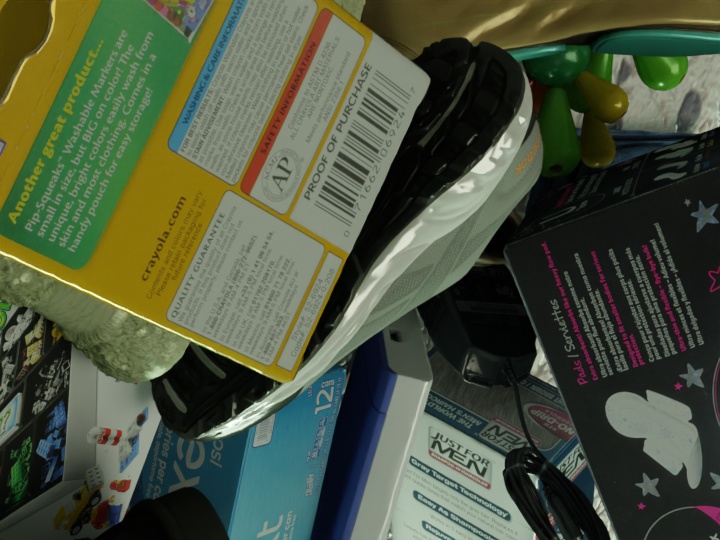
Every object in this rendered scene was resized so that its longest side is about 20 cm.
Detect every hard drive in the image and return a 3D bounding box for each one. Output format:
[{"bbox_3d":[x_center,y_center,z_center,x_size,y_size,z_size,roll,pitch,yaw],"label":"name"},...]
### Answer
[{"bbox_3d":[-0.008,0.125,0.873,0.132,0.025,0.201,-99,-156,-76],"label":"hard drive"}]

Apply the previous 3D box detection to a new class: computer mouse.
[{"bbox_3d":[0.070,0.065,0.889,0.058,0.200,0.034,8,139,-37],"label":"computer mouse"}]

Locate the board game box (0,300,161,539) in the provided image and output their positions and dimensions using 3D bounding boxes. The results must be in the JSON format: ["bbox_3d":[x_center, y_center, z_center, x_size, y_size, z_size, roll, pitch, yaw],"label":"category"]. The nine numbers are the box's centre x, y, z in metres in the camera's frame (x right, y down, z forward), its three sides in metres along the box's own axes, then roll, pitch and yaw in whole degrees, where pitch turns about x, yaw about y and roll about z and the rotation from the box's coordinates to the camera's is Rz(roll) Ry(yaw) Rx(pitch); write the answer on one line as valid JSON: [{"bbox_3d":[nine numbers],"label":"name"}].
[{"bbox_3d":[-0.115,0.015,0.708,0.126,0.035,0.201,15,98,-56],"label":"board game box"}]

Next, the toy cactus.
[{"bbox_3d":[0.110,-0.150,0.893,0.165,0.102,0.200,42,77,-37],"label":"toy cactus"}]

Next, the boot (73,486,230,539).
[{"bbox_3d":[-0.145,0.166,0.716,0.157,0.080,0.211,-18,149,-29],"label":"boot"}]

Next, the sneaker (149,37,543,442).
[{"bbox_3d":[0.000,0.000,0.728,0.200,0.074,0.079,-42,145,-1],"label":"sneaker"}]

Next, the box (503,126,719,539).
[{"bbox_3d":[0.160,0.048,0.864,0.132,0.114,0.201,-46,116,-72],"label":"box"}]

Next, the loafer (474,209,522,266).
[{"bbox_3d":[0.023,-0.038,0.820,0.072,0.063,0.200,-64,157,6],"label":"loafer"}]

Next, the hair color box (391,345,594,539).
[{"bbox_3d":[0.071,0.141,0.983,0.060,0.100,0.200,-40,143,-34],"label":"hair color box"}]

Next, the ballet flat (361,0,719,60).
[{"bbox_3d":[0.098,-0.124,0.811,0.069,0.199,0.063,-176,-100,-82],"label":"ballet flat"}]

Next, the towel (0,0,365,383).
[{"bbox_3d":[-0.070,-0.067,0.657,0.200,0.036,0.148,-61,145,-9],"label":"towel"}]

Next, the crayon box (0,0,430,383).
[{"bbox_3d":[-0.069,-0.052,0.592,0.200,0.051,0.126,30,83,-53],"label":"crayon box"}]

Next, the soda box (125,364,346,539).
[{"bbox_3d":[-0.069,0.128,0.816,0.064,0.068,0.201,-11,119,-51],"label":"soda box"}]

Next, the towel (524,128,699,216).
[{"bbox_3d":[0.160,-0.027,1.060,0.200,0.048,0.112,-6,115,-54],"label":"towel"}]
